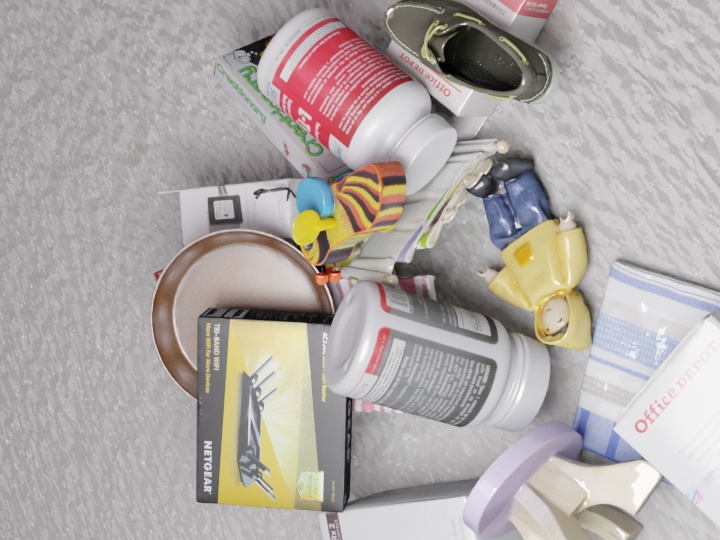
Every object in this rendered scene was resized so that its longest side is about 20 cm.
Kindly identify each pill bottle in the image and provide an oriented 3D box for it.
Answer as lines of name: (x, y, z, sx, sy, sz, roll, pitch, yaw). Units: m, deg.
pill bottle: (-0.002, -0.170, 1.467, 0.200, 0.112, 0.112, 41, 116, 19)
pill bottle: (0.075, 0.089, 1.401, 0.114, 0.199, 0.114, -163, 90, -72)

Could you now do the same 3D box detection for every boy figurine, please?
boy figurine: (0.172, -0.008, 1.445, 0.124, 0.064, 0.201, -28, 74, 32)

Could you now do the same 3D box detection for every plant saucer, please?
plant saucer: (-0.122, 0.053, 1.513, 0.199, 0.034, 0.201, 1, 100, 8)

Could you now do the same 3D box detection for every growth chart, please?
growth chart: (0.061, -0.061, 1.463, 0.200, 0.018, 0.145, -51, 26, -9)

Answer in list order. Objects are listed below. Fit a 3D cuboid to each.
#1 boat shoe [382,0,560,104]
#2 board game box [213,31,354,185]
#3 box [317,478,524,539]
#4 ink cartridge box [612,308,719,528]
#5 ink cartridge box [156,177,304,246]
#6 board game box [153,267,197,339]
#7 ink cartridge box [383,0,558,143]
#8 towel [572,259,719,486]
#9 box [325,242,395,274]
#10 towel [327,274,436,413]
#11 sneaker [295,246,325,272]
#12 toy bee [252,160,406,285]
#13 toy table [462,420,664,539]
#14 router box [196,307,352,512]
boat shoe: (0.098, -0.219, 1.400, 0.201, 0.060, 0.072, 30, 110, 29)
board game box: (-0.051, -0.179, 1.557, 0.200, 0.126, 0.035, 48, 149, 23)
box: (0.082, 0.327, 1.496, 0.199, 0.130, 0.200, -13, 86, 36)
ink cartridge box: (0.352, 0.150, 1.292, 0.200, 0.087, 0.146, 42, 114, 15)
ink cartridge box: (-0.122, -0.066, 1.624, 0.199, 0.116, 0.067, -3, 93, 37)
board game box: (-0.189, 0.097, 1.651, 0.103, 0.019, 0.200, 55, 166, 39)
ink cartridge box: (0.105, -0.237, 1.471, 0.116, 0.067, 0.200, 41, 116, 26)
towel: (0.284, 0.101, 1.395, 0.147, 0.024, 0.201, 22, 106, 34)
box: (0.000, 0.000, 1.565, 0.050, 0.075, 0.201, -6, 91, 36)
towel: (-0.007, 0.078, 1.513, 0.199, 0.030, 0.147, -1, 93, 33)
sneaker: (-0.053, 0.061, 1.609, 0.099, 0.071, 0.201, -21, 77, 40)
toy bee: (-0.019, -0.044, 1.434, 0.200, 0.130, 0.109, 173, 86, -71)
toy table: (0.192, 0.230, 1.363, 0.117, 0.200, 0.184, 38, 118, 23)
router box: (-0.088, 0.143, 1.481, 0.157, 0.052, 0.201, 2, 100, 7)
